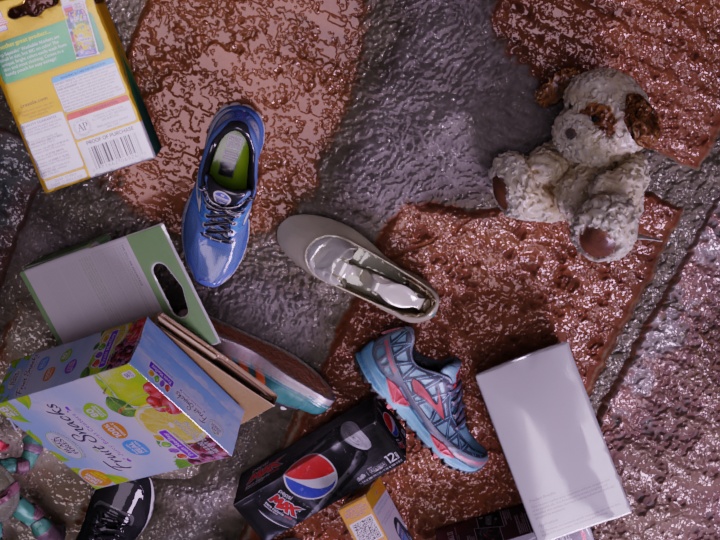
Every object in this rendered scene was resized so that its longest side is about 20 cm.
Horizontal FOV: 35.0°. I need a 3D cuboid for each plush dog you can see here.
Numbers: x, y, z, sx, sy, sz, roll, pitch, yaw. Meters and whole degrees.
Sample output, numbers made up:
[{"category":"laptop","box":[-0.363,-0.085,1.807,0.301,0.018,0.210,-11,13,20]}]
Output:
[{"category":"plush dog","box":[0.250,-0.124,1.188,0.160,0.200,0.172,-13,121,-33]}]

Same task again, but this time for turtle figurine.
[{"category":"turtle figurine","box":[-0.421,0.245,1.297,0.149,0.101,0.200,-19,112,4]}]

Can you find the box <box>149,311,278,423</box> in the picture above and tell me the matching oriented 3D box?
[{"category":"box","box":[-0.213,0.135,1.242,0.163,0.021,0.200,38,131,-25]}]

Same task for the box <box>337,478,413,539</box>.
[{"category":"box","box":[0.045,0.339,1.295,0.041,0.119,0.200,-27,86,7]}]

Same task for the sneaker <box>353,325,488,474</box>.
[{"category":"sneaker","box":[0.087,0.145,1.291,0.096,0.079,0.200,-42,103,8]}]

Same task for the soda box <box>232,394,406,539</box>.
[{"category":"soda box","box":[-0.045,0.226,1.303,0.200,0.071,0.063,-33,106,14]}]

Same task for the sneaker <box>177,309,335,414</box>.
[{"category":"sneaker","box":[-0.128,0.120,1.284,0.200,0.071,0.080,27,104,-1]}]

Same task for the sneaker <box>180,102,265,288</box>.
[{"category":"sneaker","box":[-0.151,-0.075,1.212,0.078,0.089,0.200,10,106,-4]}]

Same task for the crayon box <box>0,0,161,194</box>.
[{"category":"crayon box","box":[-0.303,-0.196,1.192,0.125,0.052,0.200,-18,107,3]}]

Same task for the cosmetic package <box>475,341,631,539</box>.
[{"category":"cosmetic package","box":[0.212,0.189,1.273,0.113,0.081,0.200,-19,82,4]}]

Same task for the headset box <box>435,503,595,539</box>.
[{"category":"headset box","box":[0.186,0.364,1.359,0.200,0.075,0.149,-18,106,3]}]

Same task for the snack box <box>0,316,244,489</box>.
[{"category":"snack box","box":[-0.252,0.144,1.196,0.200,0.068,0.169,-17,130,31]}]

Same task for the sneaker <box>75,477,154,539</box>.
[{"category":"sneaker","box":[-0.299,0.322,1.323,0.076,0.088,0.200,25,104,-9]}]

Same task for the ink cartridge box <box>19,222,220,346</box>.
[{"category":"ink cartridge box","box":[-0.251,0.031,1.227,0.200,0.048,0.146,-17,107,25]}]

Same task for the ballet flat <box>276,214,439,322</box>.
[{"category":"ballet flat","box":[0.000,0.000,1.252,0.200,0.069,0.070,27,104,-9]}]

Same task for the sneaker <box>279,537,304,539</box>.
[{"category":"sneaker","box":[-0.150,0.392,1.357,0.200,0.071,0.099,-14,101,-2]}]
